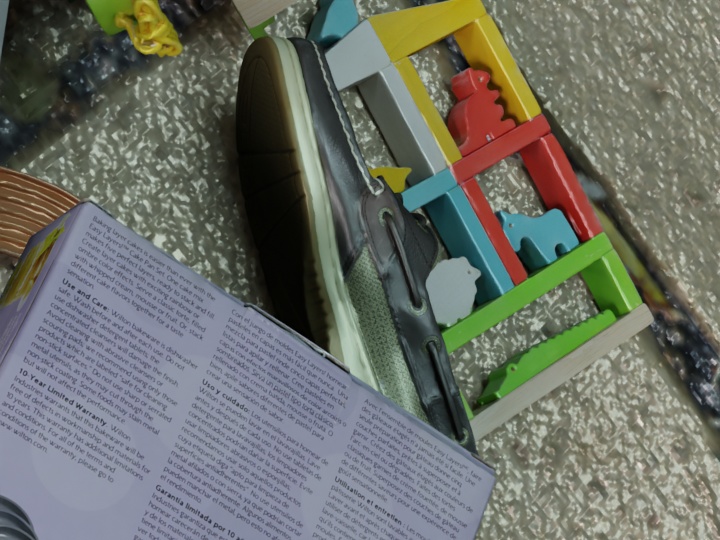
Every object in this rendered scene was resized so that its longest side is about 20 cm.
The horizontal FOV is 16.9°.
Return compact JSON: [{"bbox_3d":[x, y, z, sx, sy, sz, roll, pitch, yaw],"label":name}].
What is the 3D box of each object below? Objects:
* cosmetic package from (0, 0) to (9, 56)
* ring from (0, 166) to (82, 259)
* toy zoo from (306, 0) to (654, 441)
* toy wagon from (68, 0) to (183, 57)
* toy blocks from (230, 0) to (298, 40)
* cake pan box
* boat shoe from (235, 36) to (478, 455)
[{"bbox_3d":[-0.193,-0.073,0.777,0.150,0.052,0.200,-2,39,-2],"label":"cosmetic package"},{"bbox_3d":[-0.142,0.056,0.908,0.200,0.019,0.201,12,67,-30],"label":"ring"},{"bbox_3d":[0.037,-0.037,1.064,0.131,0.020,0.201,-29,92,-38],"label":"toy zoo"},{"bbox_3d":[-0.117,-0.161,0.915,0.039,0.155,0.201,-23,63,4],"label":"toy wagon"},{"bbox_3d":[-0.025,-0.196,0.959,0.136,0.100,0.200,-31,130,0],"label":"toy blocks"},{"bbox_3d":[-0.059,0.103,0.826,0.200,0.052,0.185,33,59,-20],"label":"cake pan box"},{"bbox_3d":[0.000,0.000,0.987,0.066,0.072,0.202,-13,87,-21],"label":"boat shoe"}]
